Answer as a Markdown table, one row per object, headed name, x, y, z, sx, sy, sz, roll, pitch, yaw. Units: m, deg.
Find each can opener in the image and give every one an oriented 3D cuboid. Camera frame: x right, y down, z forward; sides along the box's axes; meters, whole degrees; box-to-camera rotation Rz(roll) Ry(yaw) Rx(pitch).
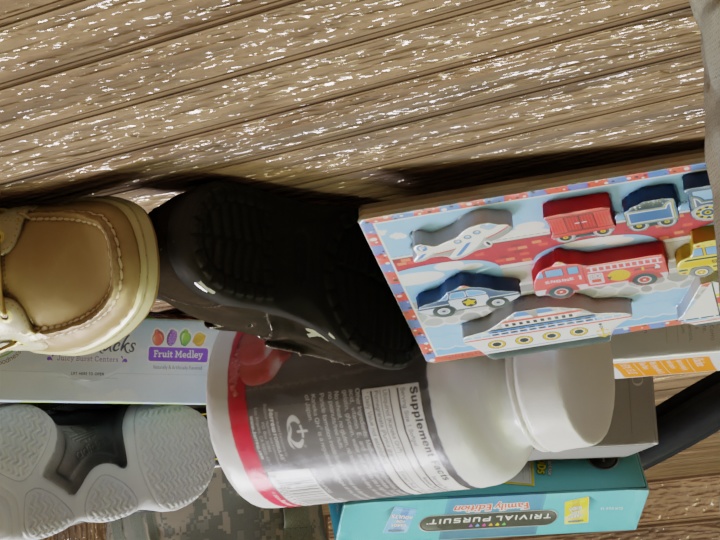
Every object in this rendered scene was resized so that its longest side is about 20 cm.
| name | x | y | z | sx | sy | sz | roll | pitch | yaw |
| --- | --- | --- | --- | --- | --- | --- | --- | --- | --- |
| can opener | 0.254 | 0.081 | 1.801 | 0.199 | 0.079 | 0.063 | -26 | 177 | -13 |

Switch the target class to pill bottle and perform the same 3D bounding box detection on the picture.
| name | x | y | z | sx | sy | sz | roll | pitch | yaw |
| --- | --- | --- | --- | --- | --- | --- | --- | --- | --- |
| pill bottle | 0.028 | 0.063 | 1.422 | 0.199 | 0.111 | 0.111 | -8 | 171 | 26 |

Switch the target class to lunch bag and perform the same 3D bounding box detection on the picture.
| name | x | y | z | sx | sy | sz | roll | pitch | yaw |
| --- | --- | --- | --- | --- | --- | --- | --- | --- | --- |
| lunch bag | -0.090 | 0.111 | 1.697 | 0.117 | 0.165 | 0.200 | -2 | 172 | -25 |

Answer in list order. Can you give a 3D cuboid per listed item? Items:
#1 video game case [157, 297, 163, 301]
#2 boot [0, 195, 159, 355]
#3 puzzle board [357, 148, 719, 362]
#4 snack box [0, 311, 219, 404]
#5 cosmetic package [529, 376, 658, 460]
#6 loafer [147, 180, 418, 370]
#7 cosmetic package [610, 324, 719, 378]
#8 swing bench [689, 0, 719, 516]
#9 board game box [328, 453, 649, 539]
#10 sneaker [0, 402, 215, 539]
| name | x | y | z | sx | sy | sz | roll | pitch | yaw |
| --- | --- | --- | --- | --- | --- | --- | --- | --- | --- |
| video game case | 0.000 | 0.000 | 1.456 | 0.199 | 0.026 | 0.181 | -7 | 171 | 17 |
| boot | -0.202 | 0.004 | 1.224 | 0.155 | 0.073 | 0.199 | 1 | 177 | -45 |
| puzzle board | 0.112 | -0.003 | 1.273 | 0.199 | 0.017 | 0.151 | -9 | 149 | 11 |
| snack box | -0.191 | 0.043 | 1.501 | 0.199 | 0.053 | 0.142 | 3 | -179 | -40 |
| cosmetic package | 0.078 | 0.066 | 1.668 | 0.199 | 0.107 | 0.090 | -4 | 171 | -9 |
| loafer | -0.041 | 0.000 | 1.296 | 0.071 | 0.073 | 0.200 | -4 | 162 | 36 |
| cosmetic package | 0.228 | 0.014 | 1.484 | 0.199 | 0.072 | 0.101 | -5 | 172 | 11 |
| swing bench | 0.200 | -0.021 | 0.765 | 0.199 | 0.200 | 0.130 | -4 | 172 | -4 |
| board game box | 0.072 | 0.101 | 1.749 | 0.199 | 0.151 | 0.047 | -1 | 138 | -11 |
| sneaker | -0.189 | 0.109 | 1.526 | 0.199 | 0.076 | 0.114 | -2 | -178 | -38 |
